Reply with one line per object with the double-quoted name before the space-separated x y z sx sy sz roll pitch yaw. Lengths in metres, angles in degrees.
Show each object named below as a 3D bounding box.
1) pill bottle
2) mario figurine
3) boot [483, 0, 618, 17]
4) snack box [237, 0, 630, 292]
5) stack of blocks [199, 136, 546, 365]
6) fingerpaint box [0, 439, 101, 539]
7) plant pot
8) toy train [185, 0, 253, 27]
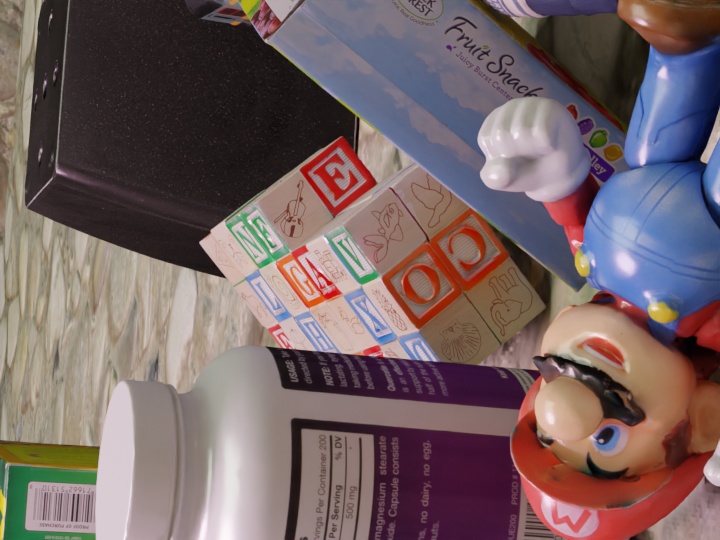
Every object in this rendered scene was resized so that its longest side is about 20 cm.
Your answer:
"pill bottle" 0.000 0.090 0.861 0.112 0.199 0.113 -174 90 -74
"mario figurine" 0.095 0.007 0.733 0.124 0.105 0.201 -119 39 -60
"boot" 0.116 -0.177 0.807 0.073 0.090 0.201 47 -122 -52
"snack box" 0.022 -0.095 0.894 0.068 0.168 0.200 -49 25 7
"stack of blocks" 0.000 0.000 1.037 0.115 0.059 0.200 53 162 -5
"fingerpaint box" -0.120 0.144 1.260 0.167 0.199 0.074 -177 92 -73
"plant pot" -0.112 -0.105 1.359 0.200 0.176 0.201 159 116 -73
"toy train" -0.026 -0.170 1.184 0.200 0.113 0.086 180 95 -72
